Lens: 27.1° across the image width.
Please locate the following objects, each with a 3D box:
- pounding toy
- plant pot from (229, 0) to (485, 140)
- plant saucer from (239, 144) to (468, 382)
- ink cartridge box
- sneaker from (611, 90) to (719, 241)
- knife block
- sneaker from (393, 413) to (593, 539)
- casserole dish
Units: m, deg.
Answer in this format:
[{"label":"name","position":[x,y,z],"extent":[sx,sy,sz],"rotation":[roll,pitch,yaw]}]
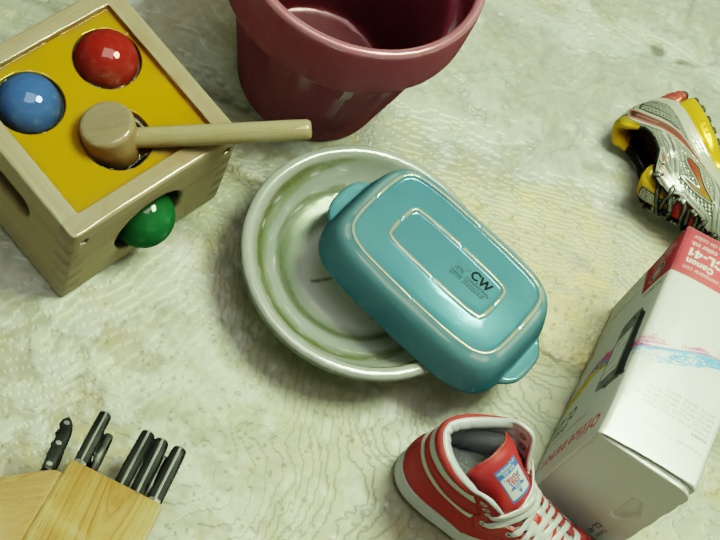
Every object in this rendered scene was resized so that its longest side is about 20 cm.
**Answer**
[{"label":"pounding toy","position":[-0.176,-0.098,1.102],"extent":[0.184,0.142,0.200],"rotation":[-36,79,-28]},{"label":"plant pot","position":[-0.019,-0.203,1.182],"extent":[0.199,0.179,0.201],"rotation":[7,63,-13]},{"label":"plant saucer","position":[0.000,0.000,1.162],"extent":[0.199,0.050,0.201],"rotation":[7,62,-14]},{"label":"ink cartridge box","position":[0.221,0.089,1.131],"extent":[0.085,0.148,0.200],"rotation":[32,59,0]},{"label":"sneaker","position":[0.277,-0.058,1.271],"extent":[0.082,0.078,0.201],"rotation":[-15,60,-19]},{"label":"knife block","position":[-0.166,0.182,0.968],"extent":[0.175,0.064,0.200],"rotation":[-2,42,-39]},{"label":"sneaker","position":[0.123,0.177,1.076],"extent":[0.199,0.113,0.071],"rotation":[33,60,1]},{"label":"casserole dish","position":[0.060,0.001,1.130],"extent":[0.200,0.039,0.121],"rotation":[43,61,5]}]
